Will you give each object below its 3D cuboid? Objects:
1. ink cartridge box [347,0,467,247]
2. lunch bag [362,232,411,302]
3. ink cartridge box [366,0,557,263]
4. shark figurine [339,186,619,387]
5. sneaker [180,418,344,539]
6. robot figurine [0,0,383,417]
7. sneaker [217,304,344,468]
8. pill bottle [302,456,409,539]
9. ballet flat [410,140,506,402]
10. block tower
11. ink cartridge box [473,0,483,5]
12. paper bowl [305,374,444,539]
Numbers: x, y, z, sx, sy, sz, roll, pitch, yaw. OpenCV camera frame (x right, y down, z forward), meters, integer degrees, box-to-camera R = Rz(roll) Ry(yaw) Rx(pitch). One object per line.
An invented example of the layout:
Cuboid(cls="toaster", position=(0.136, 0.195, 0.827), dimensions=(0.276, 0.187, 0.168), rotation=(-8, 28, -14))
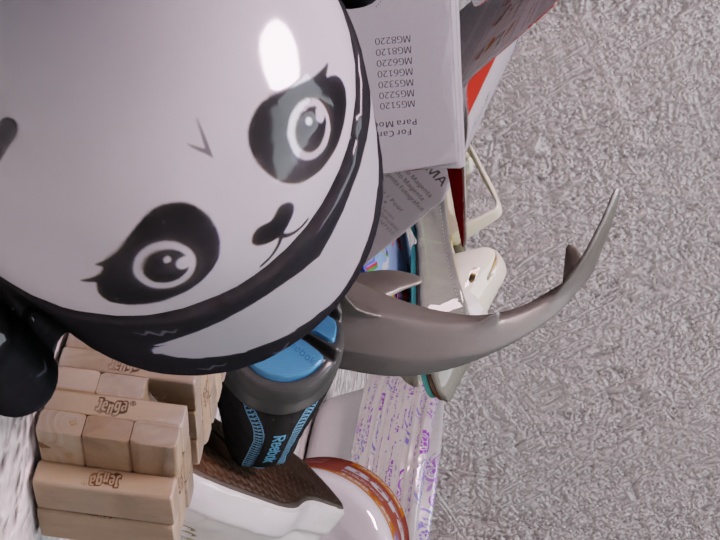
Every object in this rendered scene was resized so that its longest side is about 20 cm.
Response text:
Cuboid(cls="ink cartridge box", position=(-0.002, -0.129, 0.868), dimensions=(0.201, 0.083, 0.177), rotation=(-96, -179, -57))
Cuboid(cls="lunch bag", position=(-0.019, -0.055, 1.152), dimensions=(0.151, 0.093, 0.202), rotation=(-51, 139, -74))
Cuboid(cls="ink cartridge box", position=(0.068, -0.108, 1.028), dimensions=(0.199, 0.057, 0.163), rotation=(-33, -161, 36))
Cuboid(cls="shark figurine", position=(0.015, 0.012, 0.910), dimensions=(0.090, 0.213, 0.129), rotation=(72, 25, -53))
Cuboid(cls="sneaker", position=(-0.072, 0.119, 0.872), dimensions=(0.085, 0.073, 0.200), rotation=(-45, 155, 3))
Cuboid(cls="robot figurine", position=(-0.054, -0.035, 0.543), dimensions=(0.200, 0.124, 0.152), rotation=(72, 19, -78))
Cuboid(cls="sneaker", position=(-0.051, -0.004, 0.856), dimensions=(0.082, 0.073, 0.201), rotation=(105, -13, -45))
Cuboid(cls="pill bottle", position=(-0.026, 0.174, 1.181), dimensions=(0.200, 0.111, 0.113), rotation=(24, 74, -84))
Cuboid(cls="ballet flat", position=(0.058, -0.017, 1.159), dimensions=(0.067, 0.063, 0.201), rotation=(61, 20, -57))
Cuboid(cls="block tower", position=(-0.076, 0.011, 0.746), dimensions=(0.054, 0.057, 0.201), rotation=(92, 6, -49))
Cuboid(cls="ink cartridge box", position=(0.105, -0.230, 0.839), dimensions=(0.162, 0.057, 0.201), rotation=(-36, -128, 38))
Cuboid(cls="paper bowl", position=(0.008, 0.182, 1.571), dimensions=(0.201, 0.103, 0.203), rotation=(8, 90, -84))
